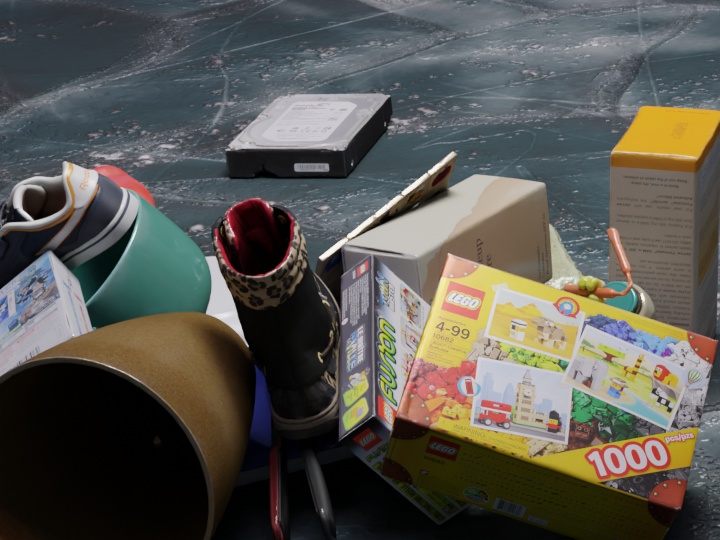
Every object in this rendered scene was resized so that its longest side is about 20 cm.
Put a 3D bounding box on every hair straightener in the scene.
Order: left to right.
[{"bbox_3d":[-0.029,0.127,1.589,0.077,0.041,0.200,-12,35,5],"label":"hair straightener"}]

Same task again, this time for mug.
[{"bbox_3d":[-0.207,0.037,1.826,0.152,0.114,0.185,-3,53,52],"label":"mug"}]

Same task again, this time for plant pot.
[{"bbox_3d":[-0.154,0.111,1.543,0.186,0.187,0.200,2,21,20],"label":"plant pot"}]

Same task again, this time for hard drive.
[{"bbox_3d":[-0.077,0.108,1.666,0.200,0.025,0.132,-14,40,-4],"label":"hard drive"},{"bbox_3d":[-0.055,-0.153,2.404,0.139,0.038,0.200,1,21,17],"label":"hard drive"}]

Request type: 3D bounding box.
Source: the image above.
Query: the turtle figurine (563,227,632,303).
[{"bbox_3d":[0.157,0.078,1.606,0.161,0.200,0.064,-14,-12,8],"label":"turtle figurine"}]

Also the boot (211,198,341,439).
[{"bbox_3d":[-0.062,0.011,1.592,0.073,0.151,0.200,-13,36,5],"label":"boot"}]

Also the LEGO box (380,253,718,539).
[{"bbox_3d":[0.131,0.094,1.489,0.200,0.077,0.149,18,53,2],"label":"LEGO box"}]

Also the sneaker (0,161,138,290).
[{"bbox_3d":[-0.281,-0.023,1.800,0.200,0.079,0.078,-37,33,23],"label":"sneaker"}]

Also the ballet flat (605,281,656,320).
[{"bbox_3d":[0.148,0.086,1.674,0.200,0.070,0.069,-33,23,2],"label":"ballet flat"}]

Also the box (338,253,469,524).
[{"bbox_3d":[0.033,0.085,1.602,0.035,0.110,0.200,-37,27,23],"label":"box"}]

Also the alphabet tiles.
[{"bbox_3d":[0.000,0.000,1.832,0.008,0.167,0.200,42,60,17],"label":"alphabet tiles"}]

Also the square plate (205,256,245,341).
[{"bbox_3d":[-0.172,0.028,1.977,0.198,0.028,0.200,-3,21,8],"label":"square plate"}]

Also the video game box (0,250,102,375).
[{"bbox_3d":[-0.298,0.090,1.691,0.200,0.047,0.182,-39,27,4],"label":"video game box"}]

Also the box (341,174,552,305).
[{"bbox_3d":[0.075,-0.006,1.801,0.078,0.095,0.200,8,25,35],"label":"box"}]

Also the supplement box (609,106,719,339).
[{"bbox_3d":[0.247,-0.019,1.744,0.073,0.200,0.126,5,22,17],"label":"supplement box"}]

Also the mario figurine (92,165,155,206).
[{"bbox_3d":[-0.261,-0.021,2.037,0.200,0.106,0.124,-21,41,46],"label":"mario figurine"}]

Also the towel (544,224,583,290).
[{"bbox_3d":[0.122,-0.002,1.965,0.148,0.037,0.200,-8,21,-4],"label":"towel"}]
